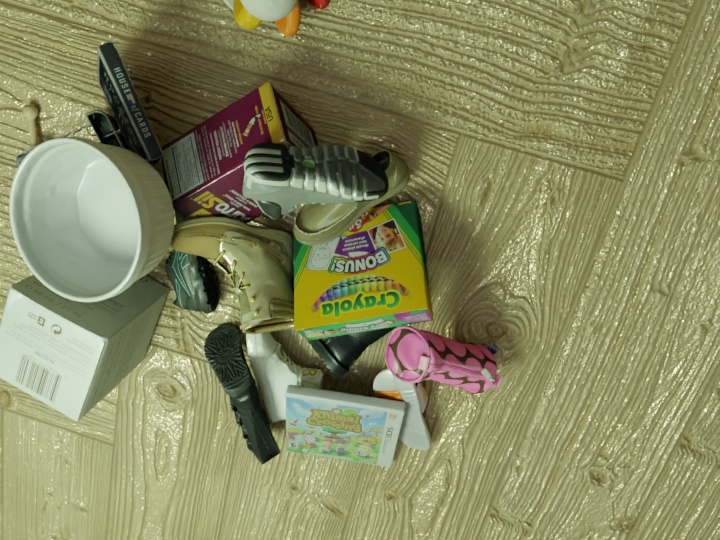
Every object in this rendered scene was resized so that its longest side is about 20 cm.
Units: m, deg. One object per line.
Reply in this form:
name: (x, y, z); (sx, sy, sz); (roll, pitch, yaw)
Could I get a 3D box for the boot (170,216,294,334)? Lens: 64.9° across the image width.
boot: (-0.182, 0.011, 0.834); (0.197, 0.159, 0.072); (9, 152, -36)

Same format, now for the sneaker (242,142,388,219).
sneaker: (-0.067, -0.113, 0.771); (0.195, 0.077, 0.116); (6, 153, -20)

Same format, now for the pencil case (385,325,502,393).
pencil case: (0.129, 0.138, 0.856); (0.197, 0.093, 0.092); (16, 105, -43)

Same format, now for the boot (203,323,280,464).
boot: (-0.204, 0.217, 0.993); (0.064, 0.166, 0.203); (-22, 130, -9)

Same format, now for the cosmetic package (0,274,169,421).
cosmetic package: (-0.453, 0.094, 0.930); (0.165, 0.201, 0.169); (28, 112, -1)

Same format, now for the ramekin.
ramekin: (-0.341, -0.069, 0.744); (0.195, 0.105, 0.206); (3, 103, 15)

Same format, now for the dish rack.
dish rack: (-0.454, -0.150, 0.910); (0.196, 0.055, 0.156); (-21, 106, 4)

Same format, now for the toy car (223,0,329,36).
toy car: (-0.095, -0.410, 0.733); (0.147, 0.175, 0.204); (4, 114, -29)

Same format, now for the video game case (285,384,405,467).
video game case: (-0.031, 0.271, 0.971); (0.195, 0.022, 0.185); (8, 133, 1)

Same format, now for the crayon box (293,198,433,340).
crayon box: (0.000, 0.000, 0.842); (0.195, 0.058, 0.176); (-11, 62, 12)

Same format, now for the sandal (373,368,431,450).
sandal: (0.079, 0.225, 0.967); (0.077, 0.060, 0.210); (2, 131, 26)

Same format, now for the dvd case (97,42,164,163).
dvd case: (-0.334, -0.223, 0.815); (0.024, 0.199, 0.153); (-27, 105, -20)

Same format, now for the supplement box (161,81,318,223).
supplement box: (-0.168, -0.154, 0.818); (0.197, 0.131, 0.105); (-25, 67, 17)

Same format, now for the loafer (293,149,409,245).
loafer: (-0.021, -0.115, 0.831); (0.198, 0.068, 0.077); (-36, 57, -1)

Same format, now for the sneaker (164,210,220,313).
sneaker: (-0.288, -0.023, 0.929); (0.077, 0.076, 0.205); (0, 109, 12)

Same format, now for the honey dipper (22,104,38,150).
honey dipper: (-0.540, -0.169, 0.942); (0.037, 0.038, 0.205); (4, 108, 8)

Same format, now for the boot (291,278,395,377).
boot: (-0.031, 0.043, 0.912); (0.168, 0.076, 0.201); (-42, 76, 3)

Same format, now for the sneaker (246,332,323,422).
sneaker: (-0.121, 0.166, 0.972); (0.113, 0.074, 0.204); (-8, 117, 10)
